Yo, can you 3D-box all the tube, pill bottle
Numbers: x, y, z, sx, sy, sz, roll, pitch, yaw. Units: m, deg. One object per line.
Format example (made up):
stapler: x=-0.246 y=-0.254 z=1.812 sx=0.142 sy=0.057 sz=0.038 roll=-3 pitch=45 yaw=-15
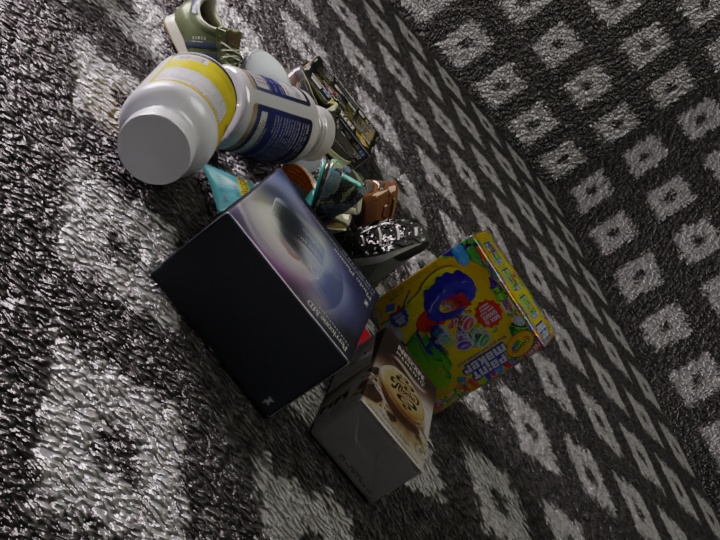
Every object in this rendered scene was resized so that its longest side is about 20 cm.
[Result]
tube: x=-0.130 y=-0.080 z=1.204 sx=0.200 sy=0.050 sz=0.078 roll=22 pitch=33 yaw=-50
pill bottle: x=-0.212 y=-0.173 z=1.051 sx=0.112 sy=0.112 sz=0.200 roll=48 pitch=21 yaw=-19
pill bottle: x=-0.128 y=-0.207 z=1.261 sx=0.200 sy=0.111 sz=0.111 roll=7 pitch=51 yaw=-52

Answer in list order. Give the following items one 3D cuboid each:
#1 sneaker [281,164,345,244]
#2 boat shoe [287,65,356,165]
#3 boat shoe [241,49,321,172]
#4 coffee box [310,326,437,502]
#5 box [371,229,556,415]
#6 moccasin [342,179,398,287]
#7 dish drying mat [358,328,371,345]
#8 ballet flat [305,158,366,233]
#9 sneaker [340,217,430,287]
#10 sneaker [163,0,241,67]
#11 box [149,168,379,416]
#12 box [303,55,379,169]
sneaker: x=-0.047 y=-0.065 z=1.330 sx=0.200 sy=0.076 sz=0.092 roll=61 pitch=16 yaw=13
boat shoe: x=-0.067 y=-0.275 z=1.620 sx=0.201 sy=0.066 sz=0.072 roll=48 pitch=20 yaw=-21
boat shoe: x=-0.128 y=-0.236 z=1.385 sx=0.068 sy=0.074 sz=0.200 roll=4 pitch=-48 yaw=55
coffee box: x=0.023 y=0.167 z=1.103 sx=0.113 sy=0.080 sz=0.200 roll=51 pitch=20 yaw=-11
box: x=0.153 y=0.075 z=1.374 sx=0.193 sy=0.200 sz=0.122 roll=57 pitch=20 yaw=6
moccasin: x=0.015 y=-0.031 z=1.221 sx=0.077 sy=0.202 sz=0.074 roll=-7 pitch=31 yaw=-21
dish drying mat: x=-0.015 y=0.081 z=1.247 sx=0.200 sy=0.018 sz=0.077 roll=56 pitch=19 yaw=-2
ballet flat: x=-0.036 y=-0.076 z=1.131 sx=0.074 sy=0.074 sz=0.200 roll=57 pitch=-17 yaw=3
sneaker: x=0.000 y=0.000 z=1.149 sx=0.079 sy=0.200 sz=0.074 roll=54 pitch=18 yaw=-30
sneaker: x=-0.206 y=-0.312 z=1.319 sx=0.201 sy=0.090 sz=0.067 roll=61 pitch=19 yaw=13
box: x=-0.094 y=0.017 z=1.011 sx=0.200 sy=0.123 sz=0.198 roll=51 pitch=21 yaw=-9
box: x=-0.048 y=-0.303 z=1.738 sx=0.200 sy=0.049 sz=0.160 roll=51 pitch=23 yaw=-15
